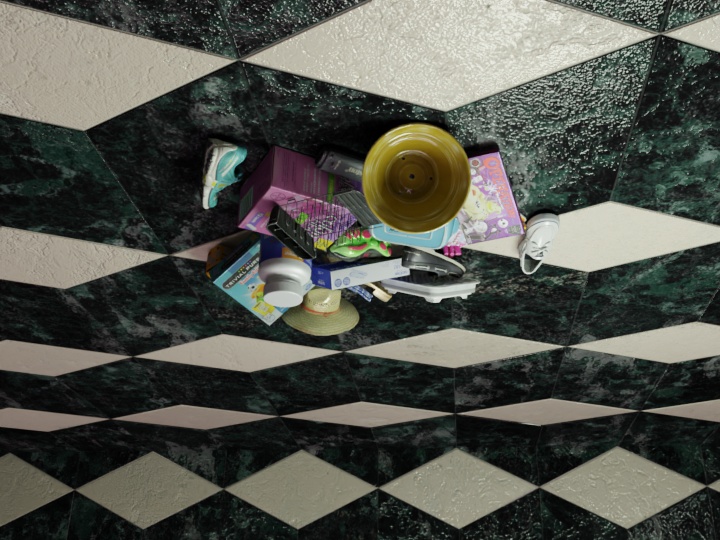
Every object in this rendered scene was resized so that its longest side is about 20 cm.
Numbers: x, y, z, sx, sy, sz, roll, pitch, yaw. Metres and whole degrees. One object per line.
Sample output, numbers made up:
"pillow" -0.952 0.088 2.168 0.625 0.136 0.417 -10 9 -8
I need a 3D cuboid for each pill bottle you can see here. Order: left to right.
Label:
"pill bottle" -0.158 -0.030 1.765 0.112 0.200 0.112 1 154 0

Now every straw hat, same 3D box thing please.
"straw hat" -0.094 0.065 2.003 0.201 0.201 0.085 7 122 -12

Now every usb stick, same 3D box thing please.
"usb stick" 0.009 -0.192 1.616 0.200 0.033 0.055 16 139 -26

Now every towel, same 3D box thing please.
"towel" -0.074 0.011 1.964 0.145 0.024 0.200 25 173 41

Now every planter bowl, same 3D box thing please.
"planter bowl" 0.099 -0.172 1.551 0.200 0.201 0.083 3 -171 -4

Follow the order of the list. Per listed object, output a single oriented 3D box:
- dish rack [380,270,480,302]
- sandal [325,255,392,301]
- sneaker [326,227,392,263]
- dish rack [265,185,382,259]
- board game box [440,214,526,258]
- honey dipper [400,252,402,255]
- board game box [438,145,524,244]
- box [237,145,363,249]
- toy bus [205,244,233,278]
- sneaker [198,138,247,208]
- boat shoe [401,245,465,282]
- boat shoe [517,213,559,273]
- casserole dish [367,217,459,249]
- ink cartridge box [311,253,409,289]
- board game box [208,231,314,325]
"dish rack" 0.155 0.036 1.927 0.172 0.044 0.200 -7 -167 -44
"sandal" 0.012 -0.005 1.978 0.212 0.078 0.070 34 105 -34
"sneaker" -0.001 -0.058 1.807 0.084 0.077 0.200 -16 170 36
"dish rack" -0.061 -0.091 1.588 0.200 0.055 0.153 -12 151 23
"board game box" 0.225 -0.095 1.765 0.200 0.026 0.200 -23 153 26
"honey dipper" 0.116 -0.073 1.846 0.038 0.038 0.200 5 152 -8
"board game box" 0.237 -0.143 1.628 0.120 0.032 0.200 -14 126 17
"box" -0.119 -0.139 1.660 0.200 0.097 0.176 14 151 -25
"toy bus" -0.266 0.010 1.987 0.200 0.078 0.065 21 146 -35
"sneaker" -0.269 -0.180 1.615 0.080 0.078 0.200 1 155 -20
"boat shoe" 0.158 -0.009 1.862 0.073 0.063 0.200 15 174 45
"boat shoe" 0.395 -0.056 1.842 0.073 0.065 0.200 1 154 1
"casserole dish" 0.098 -0.094 1.682 0.200 0.039 0.121 10 138 4
"ink cartridge box" 0.000 0.000 1.838 0.200 0.044 0.094 -11 -167 -29
"board game box" -0.223 0.018 1.917 0.151 0.047 0.200 -42 130 7
